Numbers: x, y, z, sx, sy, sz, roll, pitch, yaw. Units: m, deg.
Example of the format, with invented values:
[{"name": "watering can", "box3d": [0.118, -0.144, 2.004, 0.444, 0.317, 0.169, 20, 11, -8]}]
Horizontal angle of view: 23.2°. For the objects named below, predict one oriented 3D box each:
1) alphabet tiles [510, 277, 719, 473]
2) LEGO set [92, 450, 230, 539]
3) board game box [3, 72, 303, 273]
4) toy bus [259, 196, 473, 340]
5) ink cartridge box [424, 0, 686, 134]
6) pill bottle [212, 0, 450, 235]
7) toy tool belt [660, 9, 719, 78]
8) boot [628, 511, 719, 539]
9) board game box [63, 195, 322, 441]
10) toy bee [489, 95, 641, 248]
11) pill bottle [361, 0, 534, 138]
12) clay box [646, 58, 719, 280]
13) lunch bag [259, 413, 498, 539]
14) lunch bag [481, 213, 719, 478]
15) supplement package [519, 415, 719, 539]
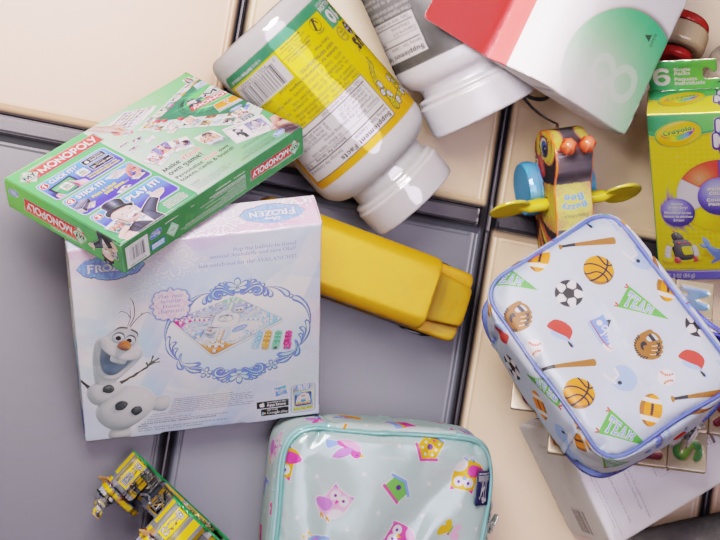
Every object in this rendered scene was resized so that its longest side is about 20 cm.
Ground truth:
[{"name": "alphabet tiles", "box3d": [0.227, 0.080, 1.468, 0.198, 0.006, 0.168, 7, 69, 1]}, {"name": "LEGO set", "box3d": [-0.161, 0.244, 1.397, 0.116, 0.200, 0.154, -47, 120, -7]}, {"name": "board game box", "box3d": [-0.159, -0.082, 1.374, 0.200, 0.134, 0.029, -36, 139, -36]}, {"name": "toy bus", "box3d": [0.000, 0.000, 1.482, 0.198, 0.078, 0.066, 20, 85, -12]}, {"name": "ink cartridge box", "box3d": [0.170, -0.228, 1.429, 0.199, 0.050, 0.162, 28, 86, -31]}, {"name": "pill bottle", "box3d": [-0.020, -0.131, 1.460, 0.113, 0.113, 0.200, -43, 99, -10]}, {"name": "toy tool belt", "box3d": [0.334, -0.135, 1.541, 0.198, 0.125, 0.124, 24, 76, -12]}, {"name": "boot", "box3d": [0.323, 0.223, 1.559, 0.198, 0.073, 0.184, -5, 103, -8]}, {"name": "board game box", "box3d": [-0.131, 0.040, 1.408, 0.198, 0.044, 0.200, -6, 130, -10]}, {"name": "toy bee", "box3d": [0.168, -0.079, 1.508, 0.130, 0.109, 0.201, -30, 97, -10]}, {"name": "pill bottle", "box3d": [0.065, -0.223, 1.478, 0.113, 0.114, 0.201, -27, 95, -12]}, {"name": "clay box", "box3d": [0.306, -0.085, 1.500, 0.114, 0.048, 0.201, -2, 127, 15]}, {"name": "lunch bag", "box3d": [0.017, 0.206, 1.483, 0.198, 0.077, 0.162, 6, 93, -13]}, {"name": "lunch bag", "box3d": [0.205, 0.062, 1.433, 0.159, 0.076, 0.201, -30, 72, -15]}, {"name": "supplement package", "box3d": [0.260, 0.138, 1.526, 0.199, 0.114, 0.110, -28, 95, -11]}]
